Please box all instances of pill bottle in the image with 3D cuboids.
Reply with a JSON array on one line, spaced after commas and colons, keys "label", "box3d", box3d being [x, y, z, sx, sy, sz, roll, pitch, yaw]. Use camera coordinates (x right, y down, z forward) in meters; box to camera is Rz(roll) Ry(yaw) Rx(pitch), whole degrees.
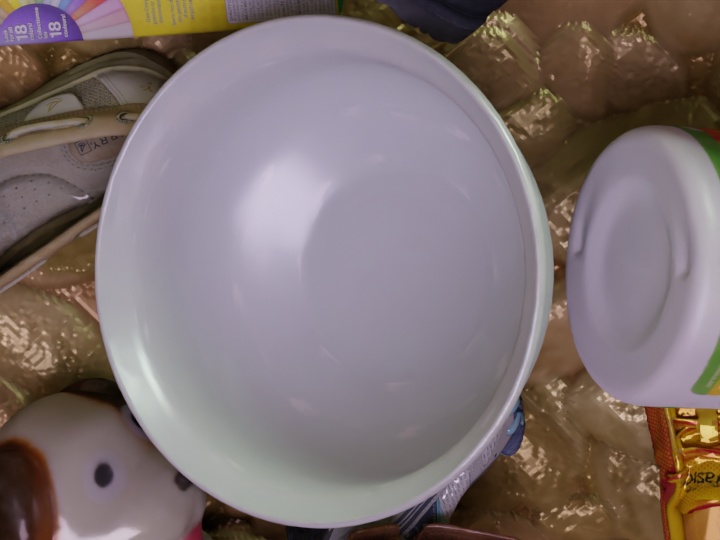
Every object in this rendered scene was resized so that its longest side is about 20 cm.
[{"label": "pill bottle", "box3d": [0.194, 0.003, 1.226, 0.199, 0.111, 0.111, 4, 120, -26]}]

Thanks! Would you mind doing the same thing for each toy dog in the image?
[{"label": "toy dog", "box3d": [-0.117, 0.147, 1.342, 0.193, 0.139, 0.201, 22, 123, 31]}]

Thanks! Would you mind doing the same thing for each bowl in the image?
[{"label": "bowl", "box3d": [0.000, 0.000, 1.207, 0.200, 0.090, 0.202, 0, 90, 28]}]

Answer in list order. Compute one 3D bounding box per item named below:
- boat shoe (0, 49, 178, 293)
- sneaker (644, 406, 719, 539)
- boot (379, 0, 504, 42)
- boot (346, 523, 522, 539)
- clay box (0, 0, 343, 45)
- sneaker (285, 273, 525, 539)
[{"label": "boat shoe", "box3d": [-0.160, -0.025, 1.281, 0.200, 0.063, 0.073, -24, 113, 14]}, {"label": "sneaker", "box3d": [0.155, 0.059, 1.299, 0.073, 0.077, 0.201, -11, 112, 9]}, {"label": "boot", "box3d": [0.047, -0.183, 1.103, 0.164, 0.066, 0.200, 26, 137, -31]}, {"label": "boot", "box3d": [0.044, 0.180, 1.337, 0.199, 0.077, 0.156, 6, 117, -31]}, {"label": "clay box", "box3d": [-0.110, -0.153, 1.222, 0.199, 0.048, 0.115, -3, 116, 5]}, {"label": "sneaker", "box3d": [0.035, 0.041, 1.311, 0.086, 0.078, 0.201, 10, 117, -28]}]
